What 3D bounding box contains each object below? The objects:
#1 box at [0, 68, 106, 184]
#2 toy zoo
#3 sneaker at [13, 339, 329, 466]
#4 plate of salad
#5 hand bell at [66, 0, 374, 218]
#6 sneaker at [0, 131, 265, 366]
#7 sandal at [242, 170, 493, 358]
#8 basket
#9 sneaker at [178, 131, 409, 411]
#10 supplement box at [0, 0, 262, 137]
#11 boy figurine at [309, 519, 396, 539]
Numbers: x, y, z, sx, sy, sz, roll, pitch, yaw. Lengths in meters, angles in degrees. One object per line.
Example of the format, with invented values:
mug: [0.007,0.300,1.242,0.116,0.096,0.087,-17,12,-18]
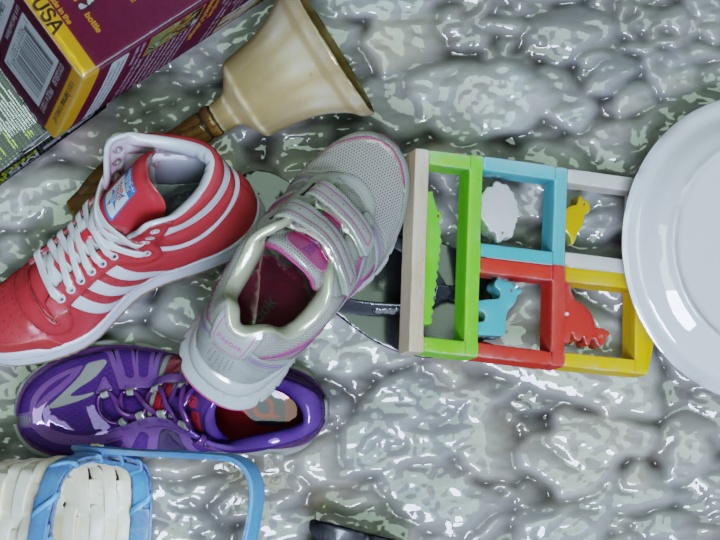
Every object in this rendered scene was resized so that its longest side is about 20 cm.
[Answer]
box: [-0.282,-0.141,1.148,0.160,0.044,0.201,-37,91,-6]
toy zoo: [0.122,-0.002,1.169,0.198,0.020,0.133,7,78,-19]
sneaker: [-0.117,0.081,1.132,0.198,0.083,0.082,-3,86,-5]
plate of salad: [0.260,-0.014,1.194,0.198,0.048,0.202,1,85,-16]
hand bell: [-0.100,-0.089,1.155,0.199,0.104,0.105,-33,90,6]
sneaker: [-0.160,-0.016,1.106,0.199,0.113,0.072,-29,67,0]
sandal: [-0.001,0.000,1.168,0.199,0.043,0.077,22,85,-4]
basket: [-0.156,0.185,1.082,0.198,0.139,0.178,8,88,25]
sneaker: [-0.028,-0.008,1.092,0.081,0.088,0.201,34,66,-1]
supplement box: [-0.125,-0.182,1.107,0.200,0.110,0.086,-37,90,-24]
boy figurine: [-0.030,0.259,1.141,0.123,0.064,0.202,18,82,-7]
